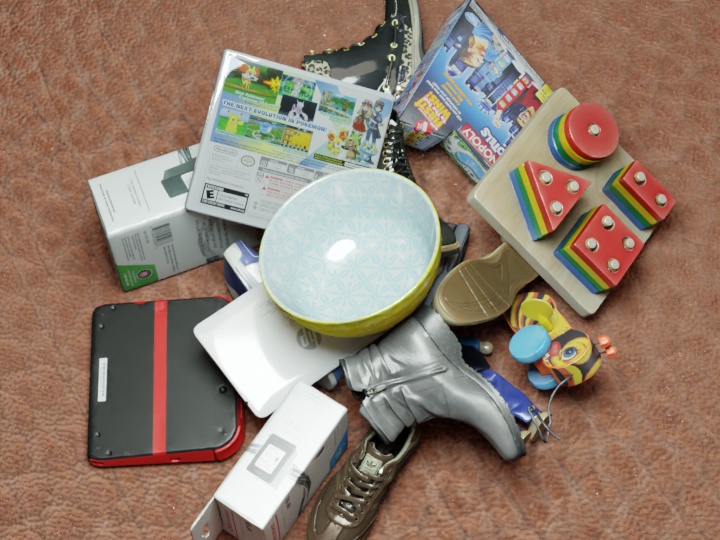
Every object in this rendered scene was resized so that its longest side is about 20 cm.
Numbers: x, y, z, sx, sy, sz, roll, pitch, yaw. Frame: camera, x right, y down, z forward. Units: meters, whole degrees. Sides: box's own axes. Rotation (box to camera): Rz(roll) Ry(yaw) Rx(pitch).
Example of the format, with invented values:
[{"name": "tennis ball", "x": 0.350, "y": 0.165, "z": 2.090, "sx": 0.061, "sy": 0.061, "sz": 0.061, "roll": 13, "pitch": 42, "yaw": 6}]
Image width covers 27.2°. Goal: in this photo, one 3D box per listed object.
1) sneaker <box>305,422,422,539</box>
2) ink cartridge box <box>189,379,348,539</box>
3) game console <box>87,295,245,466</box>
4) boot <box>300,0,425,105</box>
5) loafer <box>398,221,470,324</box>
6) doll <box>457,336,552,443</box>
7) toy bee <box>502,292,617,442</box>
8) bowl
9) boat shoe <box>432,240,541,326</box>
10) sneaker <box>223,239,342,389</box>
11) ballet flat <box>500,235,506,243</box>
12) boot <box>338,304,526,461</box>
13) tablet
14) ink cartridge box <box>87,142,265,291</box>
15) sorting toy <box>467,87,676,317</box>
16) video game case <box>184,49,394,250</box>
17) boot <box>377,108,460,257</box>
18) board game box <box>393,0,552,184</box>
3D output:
[{"name": "sneaker", "x": 0.001, "y": 0.223, "z": 1.619, "sx": 0.070, "sy": 0.076, "sz": 0.200, "roll": 27, "pitch": 66, "yaw": 14}, {"name": "ink cartridge box", "x": -0.094, "y": 0.230, "z": 1.595, "sx": 0.067, "sy": 0.116, "sz": 0.200, "roll": 30, "pitch": 68, "yaw": 14}, {"name": "game console", "x": -0.221, "y": 0.124, "z": 1.703, "sx": 0.176, "sy": 0.031, "sz": 0.201, "roll": -5, "pitch": 62, "yaw": 3}, {"name": "boot", "x": 0.000, "y": -0.281, "z": 1.875, "sx": 0.153, "sy": 0.074, "sz": 0.204, "roll": -3, "pitch": 66, "yaw": -7}, {"name": "loafer", "x": 0.071, "y": 0.012, "z": 1.713, "sx": 0.063, "sy": 0.072, "sz": 0.200, "roll": 17, "pitch": 42, "yaw": 11}, {"name": "doll", "x": 0.114, "y": 0.127, "z": 1.677, "sx": 0.200, "sy": 0.049, "sz": 0.136, "roll": 39, "pitch": 50, "yaw": 21}, {"name": "toy bee", "x": 0.228, "y": 0.093, "z": 1.653, "sx": 0.109, "sy": 0.131, "sz": 0.200, "roll": -27, "pitch": 59, "yaw": 13}, {"name": "bowl", "x": 0.000, "y": 0.000, "z": 1.616, "sx": 0.200, "sy": 0.108, "sz": 0.201, "roll": -9, "pitch": 54, "yaw": 12}, {"name": "boat shoe", "x": 0.136, "y": 0.023, "z": 1.682, "sx": 0.200, "sy": 0.064, "sz": 0.071, "roll": -27, "pitch": 82, "yaw": -50}, {"name": "sneaker", "x": -0.061, "y": 0.034, "z": 1.723, "sx": 0.115, "sy": 0.081, "sz": 0.199, "roll": -39, "pitch": 76, "yaw": -22}, {"name": "ballet flat", "x": 0.235, "y": -0.106, "z": 1.791, "sx": 0.069, "sy": 0.070, "sz": 0.200, "roll": 27, "pitch": 66, "yaw": 14}, {"name": "boot", "x": 0.075, "y": 0.149, "z": 1.592, "sx": 0.132, "sy": 0.070, "sz": 0.200, "roll": -36, "pitch": 79, "yaw": -10}, {"name": "tablet", "x": -0.071, "y": 0.061, "z": 1.660, "sx": 0.200, "sy": 0.014, "sz": 0.130, "roll": -35, "pitch": 76, "yaw": -18}, {"name": "ink cartridge box", "x": -0.202, "y": -0.070, "z": 1.735, "sx": 0.199, "sy": 0.147, "sz": 0.083, "roll": -19, "pitch": 64, "yaw": -10}, {"name": "sorting toy", "x": 0.259, "y": -0.088, "z": 1.722, "sx": 0.199, "sy": 0.070, "sz": 0.200, "roll": 44, "pitch": 62, "yaw": -8}, {"name": "video game case", "x": -0.078, "y": -0.132, "z": 1.663, "sx": 0.199, "sy": 0.022, "sz": 0.183, "roll": 14, "pitch": 94, "yaw": -13}, {"name": "boot", "x": 0.044, "y": -0.107, "z": 1.702, "sx": 0.077, "sy": 0.139, "sz": 0.200, "roll": -13, "pitch": 32, "yaw": -38}, {"name": "board game box", "x": 0.127, "y": -0.193, "z": 1.810, "sx": 0.200, "sy": 0.062, "sz": 0.200, "roll": 49, "pitch": 64, "yaw": -6}]
